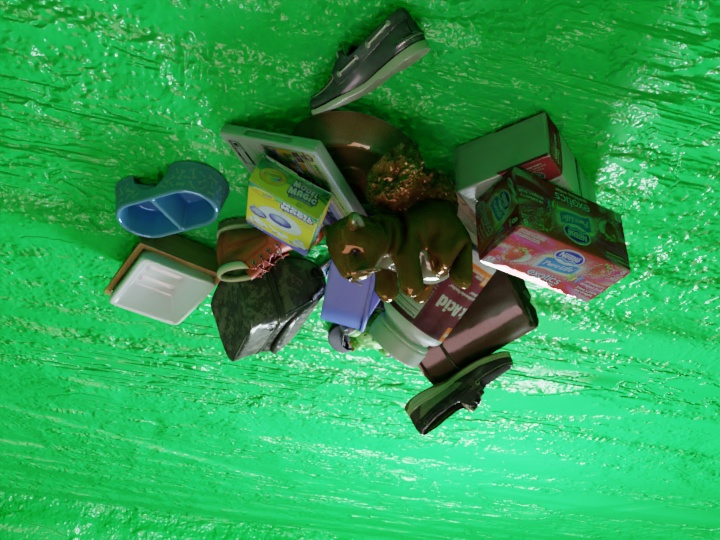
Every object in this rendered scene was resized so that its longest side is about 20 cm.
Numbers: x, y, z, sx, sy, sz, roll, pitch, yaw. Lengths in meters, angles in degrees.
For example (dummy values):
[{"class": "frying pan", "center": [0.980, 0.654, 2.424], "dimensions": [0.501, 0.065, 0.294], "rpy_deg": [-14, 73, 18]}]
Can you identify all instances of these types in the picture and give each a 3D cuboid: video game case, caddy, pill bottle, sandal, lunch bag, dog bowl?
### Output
[{"class": "video game case", "center": [-0.088, -0.130, 1.118], "dimensions": [0.179, 0.022, 0.201], "rpy_deg": [17, 157, 34]}, {"class": "caddy", "center": [0.000, 0.000, 1.244], "dimensions": [0.103, 0.142, 0.203], "rpy_deg": [11, 120, -2]}, {"class": "pill bottle", "center": [0.107, 0.040, 1.179], "dimensions": [0.113, 0.114, 0.201], "rpy_deg": [29, 102, -35]}, {"class": "sandal", "center": [-0.013, 0.120, 1.545], "dimensions": [0.075, 0.044, 0.201], "rpy_deg": [15, 146, -17]}, {"class": "lunch bag", "center": [-0.161, 0.062, 1.388], "dimensions": [0.165, 0.141, 0.200], "rpy_deg": [-14, 158, -29]}, {"class": "dog bowl", "center": [-0.302, -0.106, 1.218], "dimensions": [0.196, 0.050, 0.112], "rpy_deg": [-11, 145, 22]}]

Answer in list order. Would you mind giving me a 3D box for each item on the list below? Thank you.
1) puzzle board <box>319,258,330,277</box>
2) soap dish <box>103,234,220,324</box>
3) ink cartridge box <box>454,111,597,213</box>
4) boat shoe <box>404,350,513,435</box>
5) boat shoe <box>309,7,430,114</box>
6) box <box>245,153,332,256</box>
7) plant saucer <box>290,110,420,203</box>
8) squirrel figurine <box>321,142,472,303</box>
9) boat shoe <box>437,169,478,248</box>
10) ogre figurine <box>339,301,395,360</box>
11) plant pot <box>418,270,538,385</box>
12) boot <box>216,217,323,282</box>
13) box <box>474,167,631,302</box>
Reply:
[{"class": "puzzle board", "center": [0.039, 0.009, 1.394], "dimensions": [0.198, 0.018, 0.150], "rpy_deg": [25, 142, -31]}, {"class": "soap dish", "center": [-0.349, 0.010, 1.372], "dimensions": [0.155, 0.083, 0.199], "rpy_deg": [22, 143, -26]}, {"class": "ink cartridge box", "center": [0.244, -0.115, 1.120], "dimensions": [0.145, 0.084, 0.200], "rpy_deg": [-19, 141, 30]}, {"class": "boat shoe", "center": [0.169, 0.204, 1.266], "dimensions": [0.198, 0.067, 0.072], "rpy_deg": [-30, 153, 4]}, {"class": "boat shoe", "center": [0.001, -0.257, 0.965], "dimensions": [0.198, 0.072, 0.063], "rpy_deg": [-22, 97, 44]}, {"class": "box", "center": [-0.107, -0.094, 1.130], "dimensions": [0.116, 0.049, 0.200], "rpy_deg": [30, 159, 0]}, {"class": "plant saucer", "center": [-0.010, -0.149, 1.104], "dimensions": [0.196, 0.036, 0.201], "rpy_deg": [10, 154, 5]}, {"class": "squirrel figurine", "center": [0.043, -0.061, 1.035], "dimensions": [0.183, 0.205, 0.141], "rpy_deg": [8, 173, -23]}, {"class": "boat shoe", "center": [0.166, -0.087, 1.180], "dimensions": [0.198, 0.072, 0.065], "rpy_deg": [30, 102, -37]}, {"class": "ogre figurine", "center": [0.018, 0.080, 1.379], "dimensions": [0.096, 0.122, 0.200], "rpy_deg": [-12, 143, 22]}, {"class": "plant pot", "center": [0.183, 0.065, 1.308], "dimensions": [0.196, 0.203, 0.200], "rpy_deg": [-28, 138, 18]}, {"class": "boot", "center": [-0.146, -0.034, 1.264], "dimensions": [0.196, 0.109, 0.075], "rpy_deg": [-9, 144, 16]}, {"class": "box", "center": [0.262, -0.045, 1.056], "dimensions": [0.197, 0.101, 0.095], "rpy_deg": [19, 143, -23]}]
